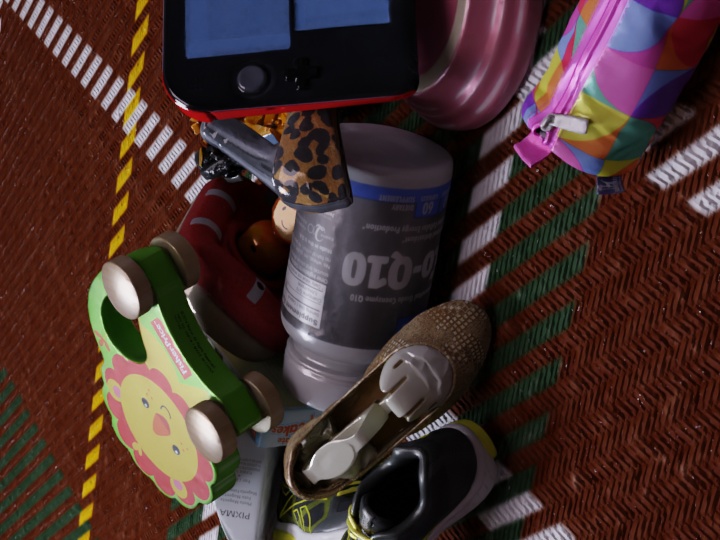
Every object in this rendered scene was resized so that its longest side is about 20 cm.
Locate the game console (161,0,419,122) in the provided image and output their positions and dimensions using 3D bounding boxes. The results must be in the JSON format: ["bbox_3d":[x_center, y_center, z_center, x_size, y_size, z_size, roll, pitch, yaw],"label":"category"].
[{"bbox_3d":[-0.051,-0.200,1.083,0.031,0.175,0.202,65,-160,-65],"label":"game console"}]

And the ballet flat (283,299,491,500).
[{"bbox_3d":[0.019,0.102,1.127,0.200,0.070,0.065,-46,5,19],"label":"ballet flat"}]

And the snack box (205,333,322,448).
[{"bbox_3d":[-0.070,0.080,1.316,0.200,0.115,0.037,45,131,52],"label":"snack box"}]

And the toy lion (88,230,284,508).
[{"bbox_3d":[-0.155,0.089,1.229,0.191,0.068,0.201,-29,91,55],"label":"toy lion"}]

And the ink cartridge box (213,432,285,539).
[{"bbox_3d":[-0.096,0.191,1.362,0.163,0.056,0.202,-69,-8,-70],"label":"ink cartridge box"}]

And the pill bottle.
[{"bbox_3d":[0.000,0.000,1.179,0.114,0.113,0.202,41,128,53],"label":"pill bottle"}]

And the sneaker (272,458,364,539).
[{"bbox_3d":[-0.027,0.188,1.285,0.199,0.074,0.086,-18,75,61],"label":"sneaker"}]

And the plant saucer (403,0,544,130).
[{"bbox_3d":[0.059,-0.203,1.121,0.200,0.050,0.203,5,96,62],"label":"plant saucer"}]

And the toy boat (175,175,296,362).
[{"bbox_3d":[-0.075,-0.020,1.282,0.130,0.130,0.201,-40,16,26],"label":"toy boat"}]

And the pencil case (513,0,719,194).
[{"bbox_3d":[0.162,-0.142,0.896,0.089,0.087,0.201,63,142,38],"label":"pencil case"}]

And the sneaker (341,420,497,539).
[{"bbox_3d":[0.014,0.186,1.124,0.074,0.084,0.201,45,114,33],"label":"sneaker"}]

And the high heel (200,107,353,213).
[{"bbox_3d":[-0.006,-0.135,1.093,0.142,0.071,0.201,35,83,35],"label":"high heel"}]

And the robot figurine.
[{"bbox_3d":[-0.069,-0.138,1.298,0.199,0.145,0.058,0,135,54],"label":"robot figurine"}]
